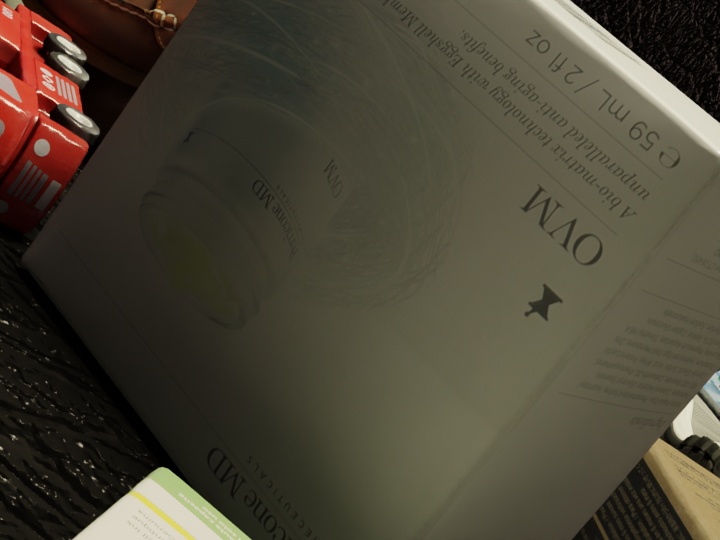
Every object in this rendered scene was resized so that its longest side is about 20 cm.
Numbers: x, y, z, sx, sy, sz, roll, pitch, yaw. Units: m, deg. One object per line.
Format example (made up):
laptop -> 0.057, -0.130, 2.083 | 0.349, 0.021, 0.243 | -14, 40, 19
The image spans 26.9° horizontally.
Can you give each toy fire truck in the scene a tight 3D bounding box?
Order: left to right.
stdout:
toy fire truck -> -0.186, -0.103, 0.634 | 0.141, 0.049, 0.200 | 32, 16, -26

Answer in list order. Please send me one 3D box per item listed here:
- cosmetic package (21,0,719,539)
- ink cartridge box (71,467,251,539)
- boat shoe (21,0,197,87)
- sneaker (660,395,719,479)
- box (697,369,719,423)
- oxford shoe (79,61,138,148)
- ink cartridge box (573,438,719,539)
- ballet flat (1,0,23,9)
cosmetic package -> 0.016, -0.009, 0.533 | 0.199, 0.201, 0.123 | 46, 18, 31
ink cartridge box -> -0.029, 0.126, 0.308 | 0.145, 0.048, 0.200 | 40, 11, 3
boat shoe -> -0.064, -0.110, 0.709 | 0.199, 0.071, 0.071 | 28, 35, 1
sneaker -> 0.182, 0.118, 0.822 | 0.079, 0.074, 0.200 | 38, 11, -11
box -> 0.238, 0.125, 0.881 | 0.200, 0.037, 0.137 | -120, -171, -56
oxford shoe -> -0.092, -0.093, 0.809 | 0.073, 0.072, 0.200 | 37, 13, 12
ink cartridge box -> 0.193, 0.179, 0.655 | 0.199, 0.075, 0.165 | 34, 15, -21
ballet flat -> -0.164, -0.146, 0.794 | 0.199, 0.074, 0.074 | 22, 21, -42
